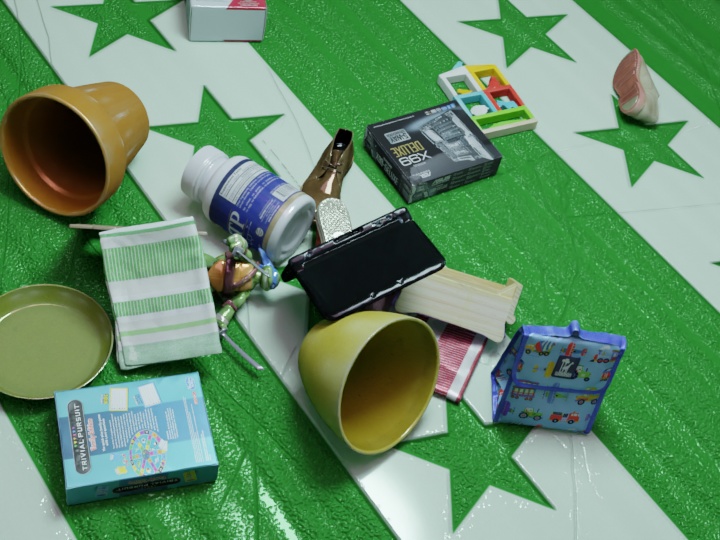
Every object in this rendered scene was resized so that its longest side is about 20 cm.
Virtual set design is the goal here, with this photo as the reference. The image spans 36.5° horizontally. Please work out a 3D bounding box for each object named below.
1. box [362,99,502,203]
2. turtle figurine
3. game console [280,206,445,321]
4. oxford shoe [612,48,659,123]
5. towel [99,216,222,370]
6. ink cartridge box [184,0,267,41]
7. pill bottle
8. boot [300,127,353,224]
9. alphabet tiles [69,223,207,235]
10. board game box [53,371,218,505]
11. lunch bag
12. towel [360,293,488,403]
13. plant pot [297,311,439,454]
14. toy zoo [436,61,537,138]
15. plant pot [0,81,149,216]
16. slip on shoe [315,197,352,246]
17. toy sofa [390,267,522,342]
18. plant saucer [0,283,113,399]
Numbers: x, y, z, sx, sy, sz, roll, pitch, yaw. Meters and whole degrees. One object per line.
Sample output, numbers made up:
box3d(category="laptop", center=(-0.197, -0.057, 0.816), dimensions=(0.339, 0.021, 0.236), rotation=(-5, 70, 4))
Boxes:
box3d(category="box", center=(0.127, -0.213, 1.937), dimensions=(0.199, 0.050, 0.158), rotation=(-19, 57, -26))
box3d(category="turtle figurine", center=(-0.218, 0.018, 1.608), dimensions=(0.192, 0.145, 0.201), rotation=(6, 45, -2))
box3d(category="game console", center=(0.000, 0.000, 1.610), dimensions=(0.199, 0.176, 0.117), rotation=(-24, 84, -15))
box3d(category="oxford shoe", center=(0.549, -0.360, 2.156), dimensions=(0.074, 0.071, 0.201), rotation=(29, 45, -21))
box3d(category="towel", center=(-0.289, 0.032, 1.559), dimensions=(0.151, 0.023, 0.202), rotation=(-10, 90, 3))
box3d(category="ink cartridge box", center=(-0.266, -0.538, 2.105), dimensions=(0.145, 0.083, 0.201), rotation=(-2, 51, -13))
box3d(category="pill bottle", center=(-0.182, -0.112, 1.739), dimensions=(0.199, 0.120, 0.120), rotation=(32, 51, 16))
box3d(category="boot", center=(-0.056, -0.163, 1.840), dimensions=(0.073, 0.076, 0.201), rotation=(18, 50, 1))
box3d(category="alphabet tiles", center=(-0.333, -0.062, 1.659), dimensions=(0.198, 0.167, 0.008), rotation=(3, 92, -10))
box3d(category="board game box", center=(-0.305, 0.224, 1.476), dimensions=(0.198, 0.047, 0.152), rotation=(-6, 52, -17))
box3d(category="lunch bag", center=(0.285, 0.137, 1.575), dimensions=(0.149, 0.201, 0.095), rotation=(8, 48, -5))
box3d(category="towel", center=(0.086, 0.108, 1.676), dimensions=(0.199, 0.023, 0.144), rotation=(25, 50, 9))
box3d(category="plant pot", center=(-0.006, 0.139, 1.540), dimensions=(0.200, 0.201, 0.141), rotation=(-33, 38, -33))
box3d(category="toy zoo", center=(0.234, -0.333, 2.081), dimensions=(0.130, 0.021, 0.201), rotation=(-14, 55, -23))
box3d(category="plant pot", center=(-0.436, -0.214, 1.737), dimensions=(0.199, 0.201, 0.183), rotation=(25, 35, 10))
box3d(category="slip on shoe", center=(-0.038, -0.016, 1.731), dimensions=(0.073, 0.061, 0.201), rotation=(-4, 64, -12))
box3d(category="toy sofa", center=(0.144, 0.035, 1.700), dimensions=(0.199, 0.098, 0.083), rotation=(17, 6, -6))
box3d(category="plant saucer", center=(-0.454, 0.106, 1.555), dimensions=(0.198, 0.031, 0.201), rotation=(6, 50, -8))
